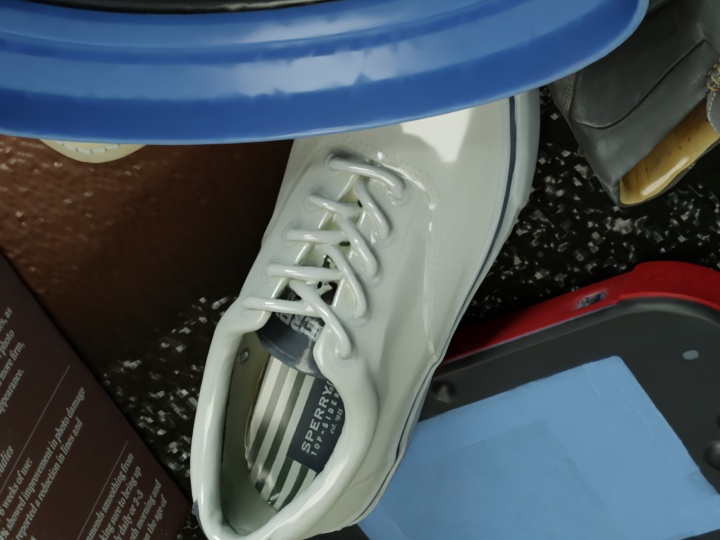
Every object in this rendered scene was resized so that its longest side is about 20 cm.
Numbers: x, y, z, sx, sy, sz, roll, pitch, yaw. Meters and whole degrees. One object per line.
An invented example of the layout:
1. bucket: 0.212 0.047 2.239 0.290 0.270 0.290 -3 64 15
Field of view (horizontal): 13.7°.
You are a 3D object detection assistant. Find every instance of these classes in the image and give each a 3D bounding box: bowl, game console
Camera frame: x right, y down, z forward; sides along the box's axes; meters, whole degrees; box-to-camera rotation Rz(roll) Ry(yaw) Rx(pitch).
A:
1. bowl: -0.030 -0.075 0.731 0.200 0.040 0.201 -4 167 -1
2. game console: 0.070 0.089 0.962 0.200 0.031 0.177 -20 117 31

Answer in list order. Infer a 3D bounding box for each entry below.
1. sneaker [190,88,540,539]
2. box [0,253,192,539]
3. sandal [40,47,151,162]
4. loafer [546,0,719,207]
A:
1. sneaker: 0.000 0.000 0.874 0.073 0.071 0.201 21 117 17
2. box: -0.148 0.044 0.960 0.075 0.100 0.200 -19 117 30
3. sandal: -0.064 -0.092 0.846 0.077 0.070 0.212 31 130 -5
4. loafer: 0.111 -0.061 0.755 0.200 0.073 0.073 -11 94 67
